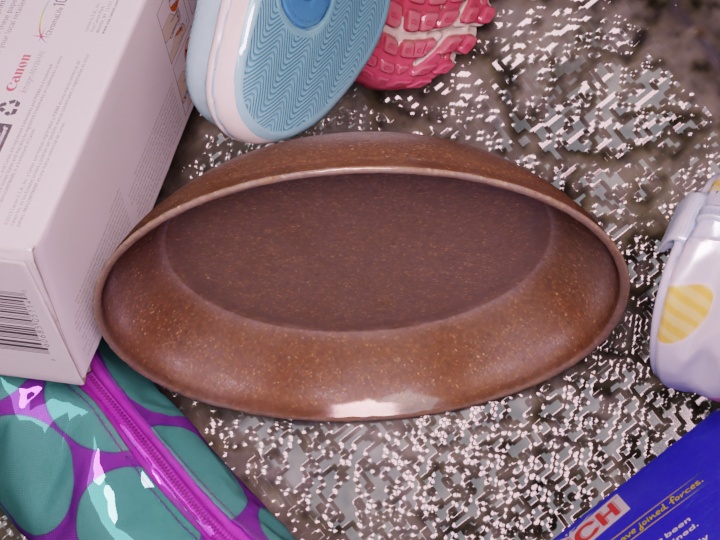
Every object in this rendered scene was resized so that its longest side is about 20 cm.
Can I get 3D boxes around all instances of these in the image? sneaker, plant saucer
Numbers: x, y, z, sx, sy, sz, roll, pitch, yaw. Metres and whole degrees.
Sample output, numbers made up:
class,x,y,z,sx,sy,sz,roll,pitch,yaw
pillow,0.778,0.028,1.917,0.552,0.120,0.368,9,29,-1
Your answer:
class,x,y,z,sx,sy,sz,roll,pitch,yaw
sneaker,-0.053,-0.135,0.828,0.130,0.080,0.200,3,60,31
plant saucer,0.000,0.000,0.823,0.200,0.200,0.037,-9,60,13
sneaker,0.015,-0.172,0.907,0.075,0.081,0.200,-3,79,43

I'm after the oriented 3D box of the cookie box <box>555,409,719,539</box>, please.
class,x,y,z,sx,sy,sz,roll,pitch,yaw
cookie box,0.107,0.155,0.753,0.171,0.200,0.075,-40,107,6

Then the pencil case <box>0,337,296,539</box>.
class,x,y,z,sx,sy,sz,roll,pitch,yaw
pencil case,-0.089,0.093,0.878,0.200,0.092,0.085,45,51,15

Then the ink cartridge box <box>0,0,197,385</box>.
class,x,y,z,sx,sy,sz,roll,pitch,yaw
ink cartridge box,-0.169,-0.066,0.882,0.175,0.084,0.200,7,52,15

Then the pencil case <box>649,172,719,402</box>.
class,x,y,z,sx,sy,sz,roll,pitch,yaw
pencil case,0.200,0.029,0.752,0.200,0.091,0.083,18,78,25
